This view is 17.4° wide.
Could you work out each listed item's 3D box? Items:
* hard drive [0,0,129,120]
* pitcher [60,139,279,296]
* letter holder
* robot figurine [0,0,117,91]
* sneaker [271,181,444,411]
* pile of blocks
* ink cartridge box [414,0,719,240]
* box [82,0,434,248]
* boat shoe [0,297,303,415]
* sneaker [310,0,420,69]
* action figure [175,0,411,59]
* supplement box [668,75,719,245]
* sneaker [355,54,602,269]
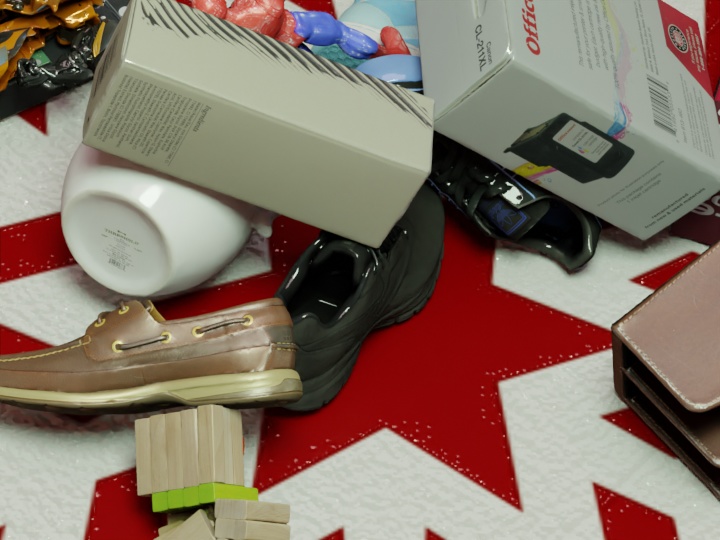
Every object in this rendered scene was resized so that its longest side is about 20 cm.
[{"bbox_3d":[-0.256,-0.169,1.628,0.200,0.038,0.140,-27,59,-27],"label":"hard drive"},{"bbox_3d":[-0.086,-0.062,1.514,0.171,0.122,0.200,21,41,16],"label":"pitcher"},{"bbox_3d":[0.276,0.043,1.457,0.200,0.101,0.142,-37,65,-11],"label":"letter holder"},{"bbox_3d":[-0.260,-0.163,1.561,0.200,0.058,0.145,-28,61,-26],"label":"robot figurine"},{"bbox_3d":[0.000,0.000,1.494,0.076,0.091,0.200,25,50,13],"label":"sneaker"},{"bbox_3d":[-0.068,0.169,1.377,0.062,0.082,0.200,15,43,-56],"label":"pile of blocks"},{"bbox_3d":[0.134,-0.130,1.524,0.200,0.083,0.146,25,44,-33],"label":"ink cartridge box"},{"bbox_3d":[-0.060,-0.091,1.421,0.199,0.082,0.069,20,46,-16],"label":"box"},{"bbox_3d":[-0.134,0.052,1.419,0.199,0.072,0.068,-3,83,9],"label":"boat shoe"},{"bbox_3d":[0.076,-0.150,1.636,0.200,0.080,0.131,24,47,3],"label":"sneaker"},{"bbox_3d":[-0.058,-0.165,1.501,0.099,0.065,0.200,50,19,24],"label":"action figure"},{"bbox_3d":[0.293,-0.097,1.633,0.109,0.061,0.200,18,52,6],"label":"supplement box"},{"bbox_3d":[0.079,-0.070,1.537,0.200,0.070,0.078,25,42,-22],"label":"sneaker"}]
